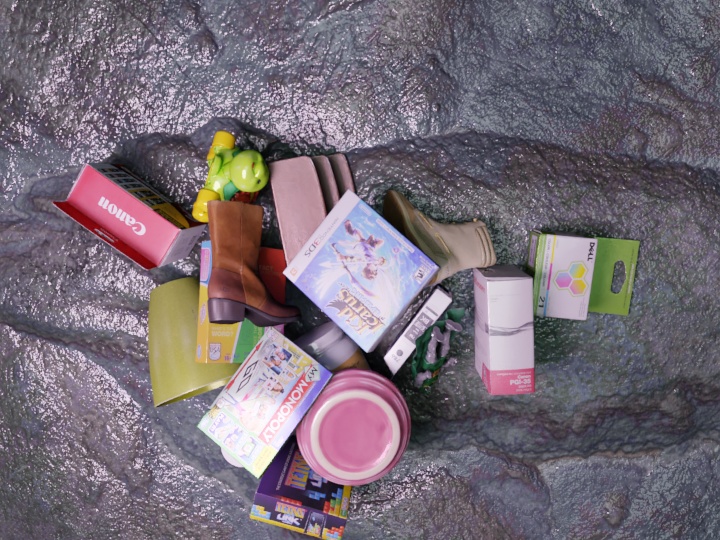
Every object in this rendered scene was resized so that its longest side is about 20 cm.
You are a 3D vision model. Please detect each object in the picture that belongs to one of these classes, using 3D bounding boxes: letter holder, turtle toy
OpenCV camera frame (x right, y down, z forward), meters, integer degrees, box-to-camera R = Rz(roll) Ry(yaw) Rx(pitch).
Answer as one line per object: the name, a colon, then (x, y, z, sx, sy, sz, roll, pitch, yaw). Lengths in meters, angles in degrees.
letter holder: (-0.074, -0.104, 1.008, 0.140, 0.101, 0.203, -9, 98, 3)
turtle toy: (-0.222, -0.158, 0.973, 0.100, 0.200, 0.148, 16, 77, -20)

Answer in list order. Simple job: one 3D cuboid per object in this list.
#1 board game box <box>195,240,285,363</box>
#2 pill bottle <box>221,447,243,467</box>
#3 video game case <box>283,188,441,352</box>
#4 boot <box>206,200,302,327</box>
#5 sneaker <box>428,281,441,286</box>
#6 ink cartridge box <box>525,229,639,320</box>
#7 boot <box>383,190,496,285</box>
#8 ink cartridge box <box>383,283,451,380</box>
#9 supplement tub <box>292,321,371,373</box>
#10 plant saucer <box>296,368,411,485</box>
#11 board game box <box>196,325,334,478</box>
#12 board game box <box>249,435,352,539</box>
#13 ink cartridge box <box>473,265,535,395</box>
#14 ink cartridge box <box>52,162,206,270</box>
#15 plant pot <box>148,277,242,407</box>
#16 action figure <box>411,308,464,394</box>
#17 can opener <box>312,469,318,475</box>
board game box: (-0.204, 0.058, 0.969, 0.040, 0.152, 0.203, -7, 80, 48)
pill bottle: (-0.192, 0.278, 1.024, 0.109, 0.200, 0.112, 1, 100, 3)
video game case: (0.000, 0.000, 0.923, 0.200, 0.045, 0.182, 41, 98, 13)
boot: (-0.177, -0.009, 0.943, 0.187, 0.068, 0.203, 8, 73, -39)
sneaker: (0.051, 0.048, 1.016, 0.197, 0.075, 0.116, -2, 69, 7)
ink cartridge box: (0.405, 0.010, 1.007, 0.197, 0.076, 0.150, 5, 99, 4)
boot: (0.141, -0.073, 1.007, 0.154, 0.073, 0.201, -13, 54, -25)
ink cartridge box: (0.096, 0.116, 1.031, 0.039, 0.099, 0.201, 36, 98, 4)
supplement tub: (-0.046, 0.210, 1.032, 0.143, 0.145, 0.202, -27, 97, 7)
plant saucer: (-0.010, 0.270, 0.942, 0.198, 0.051, 0.204, 0, 94, -4)
board game box: (-0.154, 0.212, 0.914, 0.134, 0.029, 0.201, 34, 82, 12)
board game box: (-0.098, 0.394, 1.037, 0.163, 0.200, 0.057, 16, 104, 0)
ink cartridge box: (0.253, 0.099, 0.995, 0.082, 0.147, 0.203, -3, 99, 3)
ink cartridge box: (-0.401, -0.099, 0.990, 0.199, 0.176, 0.084, 35, 100, -3)
plant pot: (-0.313, 0.122, 1.032, 0.185, 0.187, 0.202, -21, 81, 7)
action figure: (0.134, 0.165, 1.022, 0.117, 0.201, 0.055, -24, 55, -25)
can opener: (-0.001, 0.356, 1.065, 0.198, 0.053, 0.068, -10, 113, -22)
